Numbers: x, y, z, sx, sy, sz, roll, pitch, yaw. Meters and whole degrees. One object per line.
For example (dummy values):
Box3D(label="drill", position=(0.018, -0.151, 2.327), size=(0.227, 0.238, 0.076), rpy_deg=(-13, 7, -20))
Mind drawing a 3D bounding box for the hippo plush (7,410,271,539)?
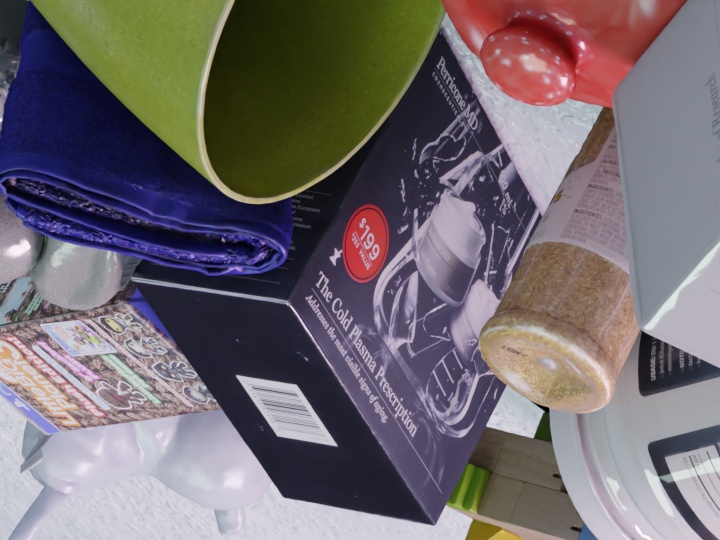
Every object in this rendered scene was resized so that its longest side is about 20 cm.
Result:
Box3D(label="hippo plush", position=(-0.124, 0.079, 1.859), size=(0.161, 0.200, 0.159), rpy_deg=(12, 122, -7))

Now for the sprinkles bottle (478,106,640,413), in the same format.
Box3D(label="sprinkles bottle", position=(0.124, -0.031, 1.376), size=(0.068, 0.200, 0.068), rpy_deg=(22, 151, 13))

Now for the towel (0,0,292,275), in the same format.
Box3D(label="towel", position=(-0.104, -0.085, 1.477), size=(0.148, 0.200, 0.050), rpy_deg=(17, 134, -14))

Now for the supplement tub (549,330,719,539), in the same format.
Box3D(label="supplement tub", position=(0.204, 0.059, 1.384), size=(0.200, 0.140, 0.140), rpy_deg=(-17, 129, 38))

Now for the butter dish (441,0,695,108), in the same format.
Box3D(label="butter dish", position=(0.099, -0.135, 1.284), size=(0.199, 0.148, 0.200), rpy_deg=(13, 148, 27))

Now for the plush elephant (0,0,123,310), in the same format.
Box3D(label="plush elephant", position=(-0.186, -0.061, 1.586), size=(0.165, 0.200, 0.155), rpy_deg=(20, 113, 7))

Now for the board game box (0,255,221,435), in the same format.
Box3D(label="board game box", position=(-0.123, -0.003, 1.696), size=(0.097, 0.160, 0.200), rpy_deg=(43, 150, -26))

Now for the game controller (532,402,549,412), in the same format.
Box3D(label="game controller", position=(0.157, 0.086, 1.673), size=(0.200, 0.042, 0.104), rpy_deg=(29, 155, 33))

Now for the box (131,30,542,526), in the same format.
Box3D(label="box", position=(0.000, 0.000, 1.564), size=(0.104, 0.182, 0.200), rpy_deg=(7, 146, 34))

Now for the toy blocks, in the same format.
Box3D(label="toy blocks", position=(0.150, 0.146, 1.670), size=(0.137, 0.100, 0.200), rpy_deg=(12, 168, 45))

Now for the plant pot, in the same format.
Box3D(label="plant pot", position=(-0.086, -0.160, 1.412), size=(0.200, 0.187, 0.187), rpy_deg=(32, 156, 27))

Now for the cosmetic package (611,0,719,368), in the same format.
Box3D(label="cosmetic package", position=(0.224, -0.059, 1.164), size=(0.165, 0.165, 0.200), rpy_deg=(25, 124, -18))
